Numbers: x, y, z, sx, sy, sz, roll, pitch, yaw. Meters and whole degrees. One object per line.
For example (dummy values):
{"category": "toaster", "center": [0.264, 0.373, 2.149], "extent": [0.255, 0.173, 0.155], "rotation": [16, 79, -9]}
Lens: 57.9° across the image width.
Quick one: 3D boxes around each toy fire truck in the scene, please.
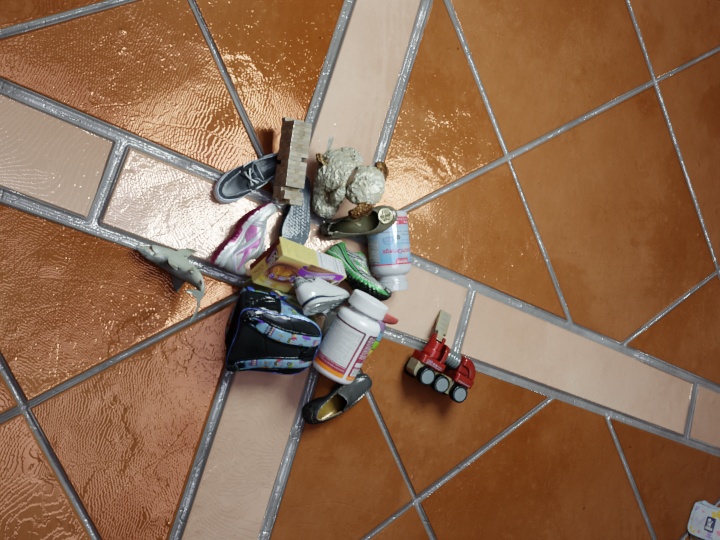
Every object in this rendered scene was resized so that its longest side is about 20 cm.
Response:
{"category": "toy fire truck", "center": [0.230, 0.222, 1.742], "extent": [0.175, 0.129, 0.201], "rotation": [30, 85, -22]}

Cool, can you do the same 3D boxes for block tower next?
{"category": "block tower", "center": [-0.160, -0.256, 1.526], "extent": [0.054, 0.058, 0.202], "rotation": [4, 93, -41]}

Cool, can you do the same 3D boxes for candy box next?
{"category": "candy box", "center": [-0.144, 0.001, 1.522], "extent": [0.199, 0.117, 0.057], "rotation": [22, 40, -42]}

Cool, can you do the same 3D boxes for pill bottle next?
{"category": "pill bottle", "center": [-0.022, 0.153, 1.512], "extent": [0.109, 0.110, 0.201], "rotation": [26, 96, -23]}
{"category": "pill bottle", "center": [0.074, -0.048, 1.668], "extent": [0.108, 0.109, 0.202], "rotation": [-6, 91, -26]}

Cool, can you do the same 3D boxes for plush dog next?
{"category": "plush dog", "center": [-0.020, -0.218, 1.572], "extent": [0.171, 0.161, 0.201], "rotation": [23, 75, 14]}

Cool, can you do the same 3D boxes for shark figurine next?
{"category": "shark figurine", "center": [-0.392, 0.025, 1.443], "extent": [0.128, 0.214, 0.090], "rotation": [-9, 134, -54]}

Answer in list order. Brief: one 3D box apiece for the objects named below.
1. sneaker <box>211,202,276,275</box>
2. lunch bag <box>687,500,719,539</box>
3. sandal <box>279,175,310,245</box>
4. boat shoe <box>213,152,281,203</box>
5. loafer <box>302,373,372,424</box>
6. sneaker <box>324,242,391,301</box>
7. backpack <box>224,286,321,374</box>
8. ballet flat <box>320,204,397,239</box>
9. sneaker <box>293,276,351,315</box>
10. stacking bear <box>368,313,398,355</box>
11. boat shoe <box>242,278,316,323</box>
{"category": "sneaker", "center": [-0.258, -0.072, 1.528], "extent": [0.088, 0.081, 0.200], "rotation": [42, 79, -21]}
{"category": "lunch bag", "center": [1.184, 0.882, 2.148], "extent": [0.126, 0.169, 0.202], "rotation": [-9, 95, -23]}
{"category": "sandal", "center": [-0.160, -0.137, 1.600], "extent": [0.076, 0.043, 0.202], "rotation": [19, 70, -32]}
{"category": "boat shoe", "center": [-0.254, -0.223, 1.535], "extent": [0.199, 0.068, 0.072], "rotation": [-31, 101, -24]}
{"category": "loafer", "center": [-0.046, 0.323, 1.616], "extent": [0.199, 0.072, 0.073], "rotation": [-32, 101, -24]}
{"category": "sneaker", "center": [0.000, 0.000, 1.617], "extent": [0.200, 0.078, 0.085], "rotation": [39, 67, 9]}
{"category": "backpack", "center": [-0.197, 0.144, 1.486], "extent": [0.199, 0.135, 0.184], "rotation": [11, 117, -20]}
{"category": "ballet flat", "center": [-0.006, -0.117, 1.605], "extent": [0.198, 0.046, 0.068], "rotation": [-11, 86, 13]}
{"category": "sneaker", "center": [-0.085, 0.052, 1.515], "extent": [0.076, 0.200, 0.081], "rotation": [-38, 73, 16]}
{"category": "stacking bear", "center": [-0.010, 0.178, 1.620], "extent": [0.121, 0.114, 0.201], "rotation": [28, 87, 22]}
{"category": "boat shoe", "center": [-0.193, 0.074, 1.565], "extent": [0.200, 0.063, 0.073], "rotation": [28, 113, -17]}
